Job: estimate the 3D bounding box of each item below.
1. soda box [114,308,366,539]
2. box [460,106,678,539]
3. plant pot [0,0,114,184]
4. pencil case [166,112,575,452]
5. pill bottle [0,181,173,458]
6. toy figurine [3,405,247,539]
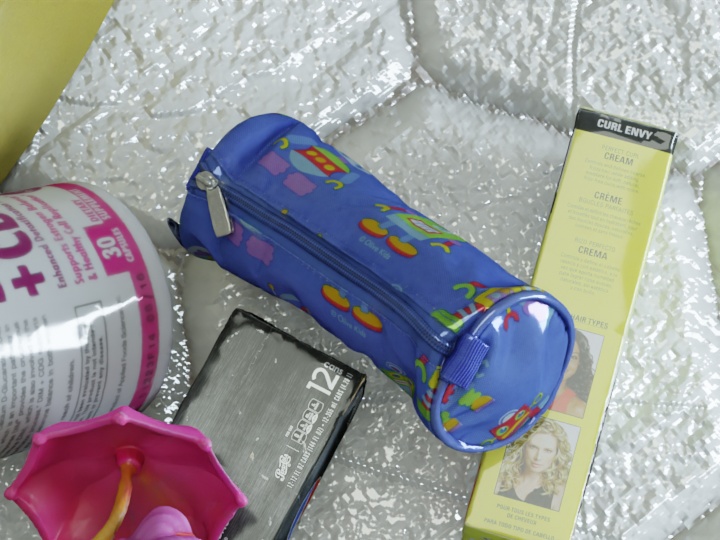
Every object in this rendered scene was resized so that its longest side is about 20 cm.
[{"bbox_3d":[-0.073,0.122,0.878,0.071,0.063,0.200,27,78,7],"label":"soda box"},{"bbox_3d":[0.096,0.032,0.896,0.050,0.075,0.200,15,78,6],"label":"box"},{"bbox_3d":[-0.229,-0.125,0.880,0.200,0.200,0.177,18,88,4],"label":"plant pot"},{"bbox_3d":[0.000,0.000,0.861,0.200,0.087,0.078,35,104,36],"label":"pencil case"},{"bbox_3d":[-0.188,0.032,0.826,0.200,0.113,0.113,-16,74,-42],"label":"pill bottle"},{"bbox_3d":[-0.109,0.139,0.764,0.200,0.150,0.184,27,57,30],"label":"toy figurine"}]
